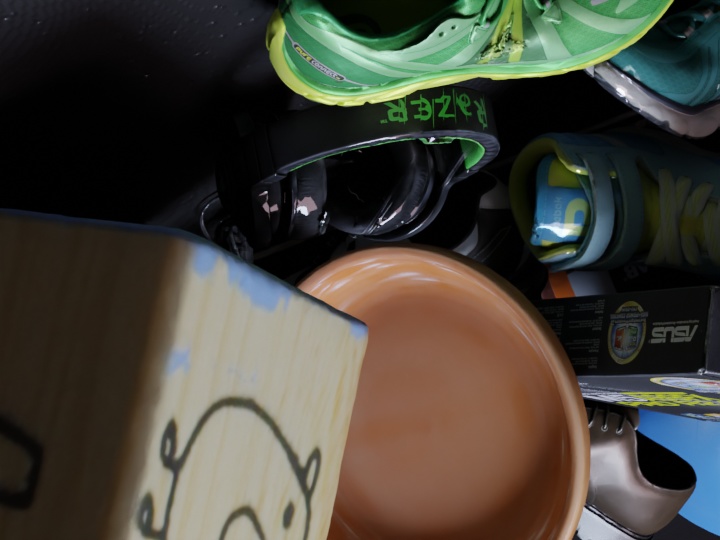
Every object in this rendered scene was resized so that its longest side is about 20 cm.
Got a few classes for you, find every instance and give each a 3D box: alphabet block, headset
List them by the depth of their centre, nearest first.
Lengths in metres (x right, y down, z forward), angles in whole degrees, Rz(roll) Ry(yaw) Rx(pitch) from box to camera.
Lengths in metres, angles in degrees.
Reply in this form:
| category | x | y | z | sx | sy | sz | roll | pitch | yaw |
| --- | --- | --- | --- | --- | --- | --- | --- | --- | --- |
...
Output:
| category | x | y | z | sx | sy | sz | roll | pitch | yaw |
| --- | --- | --- | --- | --- | --- | --- | --- | --- | --- |
| alphabet block | -0.135 | 0.090 | 1.039 | 0.196 | 0.200 | 0.195 | 6 | 169 | 28 |
| headset | -0.015 | -0.033 | 1.097 | 0.123 | 0.094 | 0.200 | -3 | 167 | -36 |

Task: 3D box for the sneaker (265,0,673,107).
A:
| category | x | y | z | sx | sy | sz | roll | pitch | yaw |
| --- | --- | --- | --- | --- | --- | --- | --- | --- | --- |
| sneaker | 0.057 | -0.124 | 0.987 | 0.200 | 0.074 | 0.084 | -18 | 160 | -9 |

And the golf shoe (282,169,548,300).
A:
| category | x | y | z | sx | sy | sz | roll | pitch | yaw |
| --- | --- | --- | --- | --- | --- | --- | --- | --- | --- |
| golf shoe | 0.000 | 0.000 | 1.230 | 0.200 | 0.078 | 0.095 | -23 | 136 | 3 |

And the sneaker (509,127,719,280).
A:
| category | x | y | z | sx | sy | sz | roll | pitch | yaw |
| --- | --- | --- | --- | --- | --- | --- | --- | --- | --- |
| sneaker | 0.161 | -0.022 | 1.143 | 0.200 | 0.080 | 0.130 | 15 | -165 | 42 |

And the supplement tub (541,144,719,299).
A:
| category | x | y | z | sx | sy | sz | roll | pitch | yaw |
| --- | --- | --- | --- | --- | --- | --- | --- | --- | --- |
| supplement tub | 0.166 | 0.005 | 1.312 | 0.200 | 0.107 | 0.107 | -26 | 156 | 14 |

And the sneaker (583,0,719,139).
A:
| category | x | y | z | sx | sy | sz | roll | pitch | yaw |
| --- | --- | --- | --- | --- | --- | --- | --- | --- | --- |
| sneaker | 0.177 | -0.118 | 1.134 | 0.200 | 0.078 | 0.080 | -5 | 132 | -44 |

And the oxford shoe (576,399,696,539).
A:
| category | x | y | z | sx | sy | sz | roll | pitch | yaw |
| --- | --- | --- | --- | --- | --- | --- | --- | --- | --- |
| oxford shoe | 0.111 | 0.085 | 1.282 | 0.200 | 0.073 | 0.084 | 31 | 119 | -28 |

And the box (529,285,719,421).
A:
| category | x | y | z | sx | sy | sz | roll | pitch | yaw |
| --- | --- | --- | --- | --- | --- | --- | --- | --- | --- |
| box | 0.180 | 0.046 | 1.163 | 0.160 | 0.044 | 0.200 | 11 | 171 | -29 |

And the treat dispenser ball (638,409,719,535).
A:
| category | x | y | z | sx | sy | sz | roll | pitch | yaw |
| --- | --- | --- | --- | --- | --- | --- | --- | --- | --- |
| treat dispenser ball | 0.261 | 0.073 | 1.424 | 0.200 | 0.201 | 0.201 | -18 | 156 | -8 |

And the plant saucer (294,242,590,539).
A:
| category | x | y | z | sx | sy | sz | roll | pitch | yaw |
| --- | --- | --- | --- | --- | --- | --- | --- | --- | --- |
| plant saucer | 0.032 | 0.083 | 1.165 | 0.200 | 0.200 | 0.037 | -37 | 169 | 32 |

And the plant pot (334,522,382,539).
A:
| category | x | y | z | sx | sy | sz | roll | pitch | yaw |
| --- | --- | --- | --- | --- | --- | --- | --- | --- | --- |
| plant pot | 0.014 | 0.168 | 1.289 | 0.200 | 0.200 | 0.135 | -25 | 124 | 8 |
